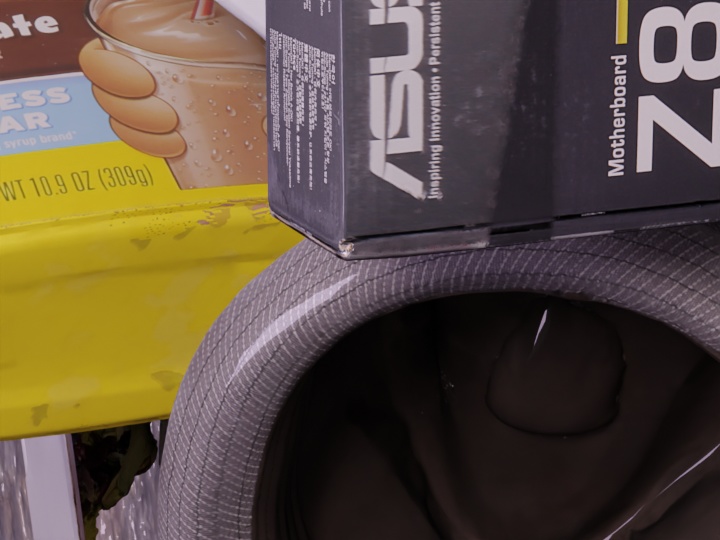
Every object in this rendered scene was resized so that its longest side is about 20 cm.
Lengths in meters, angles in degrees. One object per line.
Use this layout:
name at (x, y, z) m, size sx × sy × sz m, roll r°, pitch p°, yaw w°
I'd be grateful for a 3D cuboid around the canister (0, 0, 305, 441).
canister at (-0.094, -0.053, 0.776) m, size 0.087 × 0.148 × 0.200 m, roll 104°, pitch 150°, yaw -42°

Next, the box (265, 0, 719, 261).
box at (0.061, -0.110, 0.563) m, size 0.049 × 0.161 × 0.201 m, roll -148°, pitch 55°, yaw -65°

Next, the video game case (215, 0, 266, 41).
video game case at (0.011, -0.153, 0.664) m, size 0.200 × 0.022 × 0.182 m, roll -54°, pitch 46°, yaw 3°

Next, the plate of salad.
plate of salad at (-0.094, 0.028, 0.952) m, size 0.200 × 0.048 × 0.201 m, roll 173°, pitch 90°, yaw -83°

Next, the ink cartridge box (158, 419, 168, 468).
ink cartridge box at (0.000, 0.000, 0.864) m, size 0.147 × 0.083 × 0.200 m, roll -130°, pitch 39°, yaw -57°

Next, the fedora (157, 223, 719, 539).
fedora at (0.044, 0.048, 0.703) m, size 0.090 × 0.176 × 0.200 m, roll -73°, pitch -15°, yaw -55°
